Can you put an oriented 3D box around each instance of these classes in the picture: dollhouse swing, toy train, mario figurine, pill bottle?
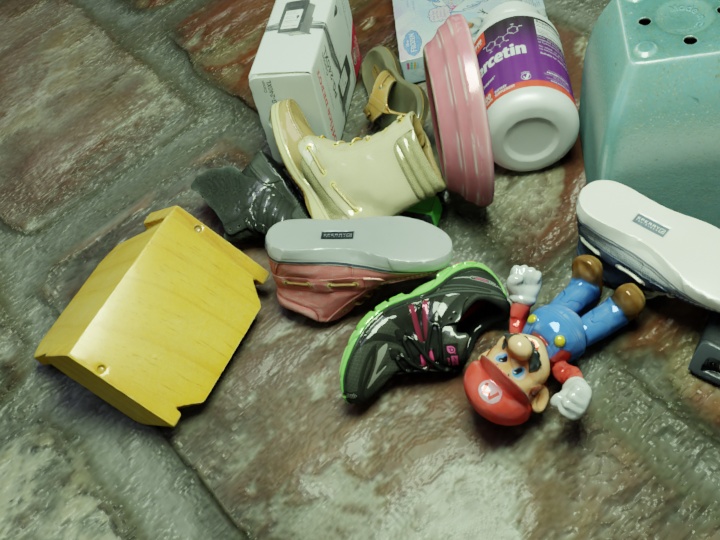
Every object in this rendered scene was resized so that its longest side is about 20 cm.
[{"bbox_3d":[-0.238,0.062,0.980,0.180,0.176,0.202,35,60,-10],"label":"dollhouse swing"},{"bbox_3d":[0.008,-0.088,1.023,0.196,0.042,0.057,10,66,25],"label":"toy train"},{"bbox_3d":[0.174,0.060,0.803,0.199,0.107,0.123,-38,20,-23],"label":"mario figurine"},{"bbox_3d":[0.186,-0.222,1.024,0.110,0.113,0.203,-9,50,10],"label":"pill bottle"}]

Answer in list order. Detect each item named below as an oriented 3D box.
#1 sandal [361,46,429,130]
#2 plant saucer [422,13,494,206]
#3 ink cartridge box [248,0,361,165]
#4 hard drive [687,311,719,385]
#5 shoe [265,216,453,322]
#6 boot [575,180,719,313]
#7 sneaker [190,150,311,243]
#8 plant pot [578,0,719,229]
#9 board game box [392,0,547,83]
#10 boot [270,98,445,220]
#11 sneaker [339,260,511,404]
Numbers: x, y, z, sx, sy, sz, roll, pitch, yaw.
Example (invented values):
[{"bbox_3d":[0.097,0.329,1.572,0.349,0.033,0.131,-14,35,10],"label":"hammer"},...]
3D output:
[{"bbox_3d":[0.028,-0.216,1.085,0.053,0.081,0.202,9,37,-28],"label":"sandal"},{"bbox_3d":[0.103,-0.168,0.947,0.050,0.203,0.204,-9,50,4],"label":"plant saucer"},{"bbox_3d":[-0.064,-0.254,1.105,0.081,0.147,0.203,1,52,14],"label":"ink cartridge box"},{"bbox_3d":[0.406,0.064,0.773,0.197,0.043,0.136,19,60,29],"label":"hard drive"},{"bbox_3d":[0.000,0.000,0.922,0.195,0.092,0.072,2,40,9],"label":"shoe"},{"bbox_3d":[0.290,-0.005,0.835,0.072,0.091,0.200,-36,53,-17],"label":"boot"},{"bbox_3d":[-0.114,-0.059,1.022,0.104,0.060,0.201,-40,66,10],"label":"sneaker"},{"bbox_3d":[0.323,-0.177,0.889,0.192,0.202,0.199,-5,50,12],"label":"plant pot"},{"bbox_3d":[0.143,-0.351,1.187,0.194,0.044,0.203,-10,50,8],"label":"board game box"},{"bbox_3d":[-0.005,-0.136,0.972,0.154,0.072,0.203,-33,70,19],"label":"boot"},{"bbox_3d":[0.063,0.065,0.857,0.198,0.077,0.084,-35,47,-11],"label":"sneaker"}]
